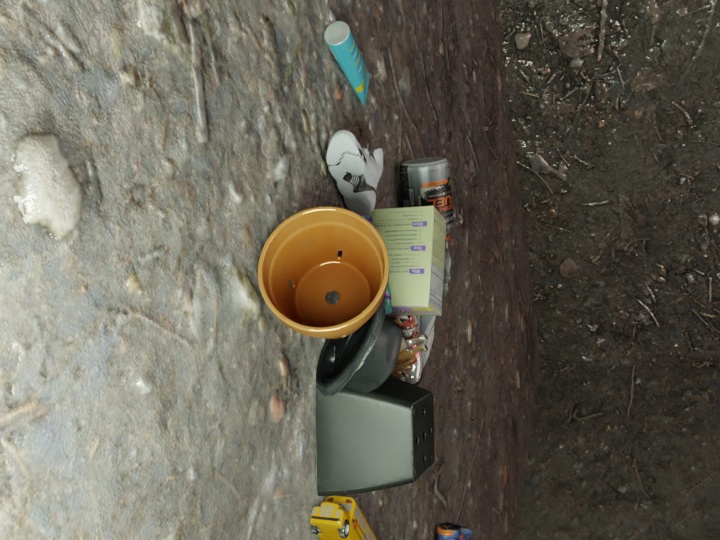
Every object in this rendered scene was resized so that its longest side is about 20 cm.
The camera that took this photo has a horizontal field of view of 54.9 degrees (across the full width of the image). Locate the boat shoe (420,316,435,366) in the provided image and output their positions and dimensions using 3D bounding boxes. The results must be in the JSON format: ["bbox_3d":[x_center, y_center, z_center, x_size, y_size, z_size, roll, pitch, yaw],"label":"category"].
[{"bbox_3d":[0.150,0.159,1.714,0.066,0.071,0.203,59,38,-58],"label":"boat shoe"}]

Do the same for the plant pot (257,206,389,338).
[{"bbox_3d":[-0.050,0.021,1.090,0.140,0.197,0.203,77,20,-67],"label":"plant pot"}]

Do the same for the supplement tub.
[{"bbox_3d":[0.163,-0.167,1.688,0.122,0.121,0.203,-38,124,-63],"label":"supplement tub"}]

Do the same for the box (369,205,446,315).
[{"bbox_3d":[0.073,-0.016,1.388,0.097,0.173,0.203,33,59,-63],"label":"box"}]

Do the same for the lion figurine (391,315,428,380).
[{"bbox_3d":[0.070,0.156,1.503,0.201,0.121,0.073,52,23,-31],"label":"lion figurine"}]

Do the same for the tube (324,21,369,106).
[{"bbox_3d":[-0.016,-0.408,1.366,0.200,0.050,0.079,46,55,-66],"label":"tube"}]

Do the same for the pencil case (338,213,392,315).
[{"bbox_3d":[0.000,0.000,1.289,0.091,0.085,0.203,-12,89,-25],"label":"pencil case"}]

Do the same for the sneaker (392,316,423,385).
[{"bbox_3d":[0.104,0.158,1.596,0.108,0.066,0.204,58,33,-60],"label":"sneaker"}]

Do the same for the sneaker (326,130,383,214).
[{"bbox_3d":[-0.008,-0.213,1.336,0.201,0.074,0.116,70,28,-49],"label":"sneaker"}]

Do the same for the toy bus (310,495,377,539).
[{"bbox_3d":[-0.027,0.477,1.265,0.079,0.064,0.201,-70,150,-42],"label":"toy bus"}]

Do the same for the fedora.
[{"bbox_3d":[0.008,0.138,1.195,0.091,0.200,0.203,31,52,-21],"label":"fedora"}]

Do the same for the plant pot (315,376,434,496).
[{"bbox_3d":[0.036,0.299,1.286,0.199,0.175,0.203,0,89,-67],"label":"plant pot"}]

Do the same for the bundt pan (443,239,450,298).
[{"bbox_3d":[0.111,-0.006,1.506,0.075,0.201,0.205,1,87,-26],"label":"bundt pan"}]

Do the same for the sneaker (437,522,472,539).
[{"bbox_3d":[0.262,0.768,1.979,0.199,0.074,0.080,31,69,-55],"label":"sneaker"}]
